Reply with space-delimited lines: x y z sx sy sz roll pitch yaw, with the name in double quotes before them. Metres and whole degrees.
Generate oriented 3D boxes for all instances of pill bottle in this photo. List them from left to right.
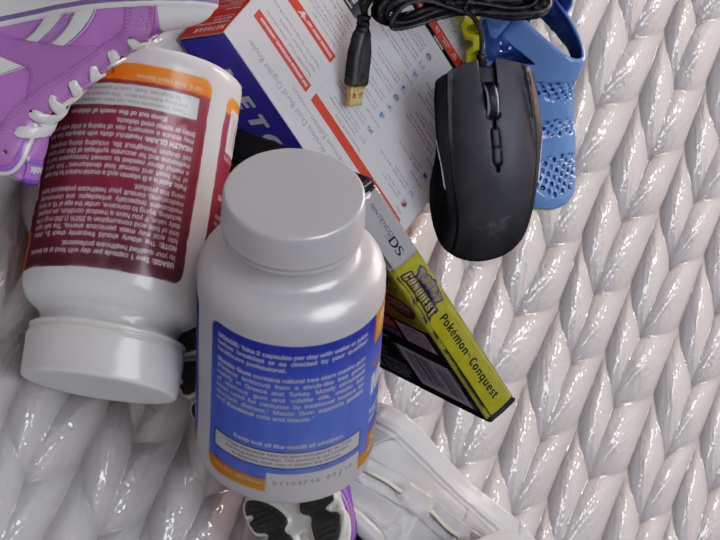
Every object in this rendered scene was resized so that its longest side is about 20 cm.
"pill bottle" -0.142 -0.026 1.682 0.114 0.114 0.201 19 74 -41
"pill bottle" -0.042 0.031 1.637 0.112 0.112 0.200 -38 146 -38

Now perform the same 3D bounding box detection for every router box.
"router box" -0.006 -0.136 1.859 0.180 0.049 0.200 -51 120 -32

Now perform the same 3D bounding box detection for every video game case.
"video game case" 0.000 0.000 1.759 0.025 0.200 0.181 -40 116 -13

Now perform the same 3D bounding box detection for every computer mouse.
"computer mouse" 0.058 -0.096 1.828 0.140 0.046 0.201 -1 109 -15

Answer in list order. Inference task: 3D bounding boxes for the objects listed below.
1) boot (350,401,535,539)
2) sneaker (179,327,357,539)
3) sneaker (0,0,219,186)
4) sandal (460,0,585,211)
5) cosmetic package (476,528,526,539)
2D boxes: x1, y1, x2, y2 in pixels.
"boot" 0.043 0.184 1.882 0.200 0.073 0.096 44 65 -23
"sneaker" -0.057 0.097 1.788 0.083 0.080 0.201 -9 80 -75
"sneaker" -0.171 -0.111 1.626 0.073 0.200 0.115 -19 99 -79
"sandal" 0.116 -0.138 1.883 0.079 0.087 0.201 -22 104 -44
"cosmetic package" 0.094 0.304 1.788 0.165 0.200 0.165 -20 135 -42
